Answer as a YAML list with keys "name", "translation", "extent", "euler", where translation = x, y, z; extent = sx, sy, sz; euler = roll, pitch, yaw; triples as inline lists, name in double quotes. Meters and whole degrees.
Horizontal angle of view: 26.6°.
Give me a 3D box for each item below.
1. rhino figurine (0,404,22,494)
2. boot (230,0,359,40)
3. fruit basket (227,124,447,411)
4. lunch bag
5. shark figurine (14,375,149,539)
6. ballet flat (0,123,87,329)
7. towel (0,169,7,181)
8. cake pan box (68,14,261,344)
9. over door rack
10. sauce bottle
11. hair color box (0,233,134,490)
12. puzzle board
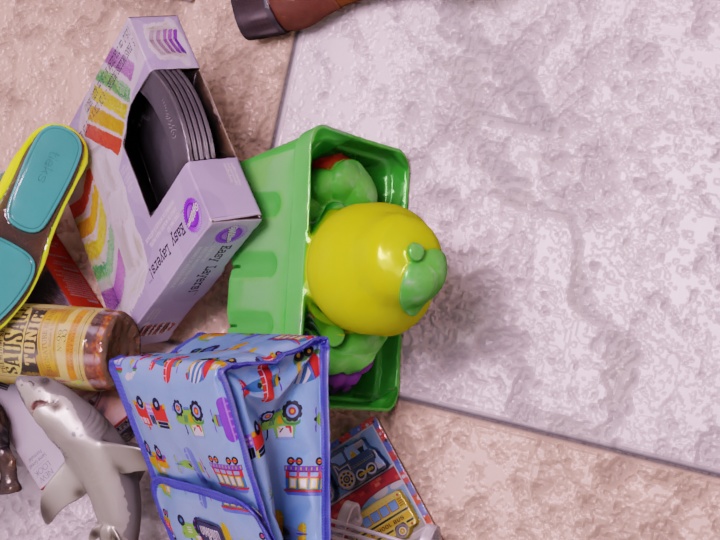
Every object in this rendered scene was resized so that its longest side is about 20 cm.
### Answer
- name: "rhino figurine"
  translation: [-0.362, 0.140, 1.229]
  extent: [0.198, 0.060, 0.089]
  euler: [-6, 88, 27]
- name: "boot"
  translation: [-0.019, -0.294, 1.200]
  extent: [0.197, 0.068, 0.191]
  euler: [-14, 79, 17]
- name: "fruit basket"
  translation: [0.000, 0.000, 1.112]
  extent: [0.213, 0.155, 0.219]
  euler: [-5, 81, 34]
- name: "lunch bag"
  translation: [-0.084, 0.151, 1.061]
  extent: [0.150, 0.093, 0.203]
  euler: [-1, 101, 51]
- name: "shark figurine"
  translation: [-0.192, 0.180, 1.179]
  extent: [0.126, 0.090, 0.218]
  euler: [5, 110, 16]
- name: "ballet flat"
  translation: [-0.271, -0.022, 1.177]
  extent: [0.066, 0.067, 0.202]
  euler: [30, 71, -11]
- name: "towel"
  translation: [-0.359, 0.003, 1.236]
  extent: [0.148, 0.031, 0.201]
  euler: [-2, 48, 52]
- name: "cake pan box"
  translation: [-0.161, -0.068, 1.174]
  extent: [0.200, 0.052, 0.186]
  euler: [-46, 62, 48]
- name: "over door rack"
  translation: [-0.034, 0.269, 1.119]
  extent: [0.146, 0.067, 0.202]
  euler: [12, 69, 20]
- name: "sauce bottle"
  translation: [-0.269, 0.058, 1.187]
  extent: [0.197, 0.066, 0.067]
  euler: [0, 84, 22]
- name: "hair color box"
  translation: [-0.260, 0.066, 1.250]
  extent: [0.111, 0.064, 0.201]
  euler: [-39, 74, 11]
- name: "puzzle board"
  translation: [-0.034, 0.229, 1.175]
  extent: [0.199, 0.017, 0.152]
  euler: [-34, 74, 14]
